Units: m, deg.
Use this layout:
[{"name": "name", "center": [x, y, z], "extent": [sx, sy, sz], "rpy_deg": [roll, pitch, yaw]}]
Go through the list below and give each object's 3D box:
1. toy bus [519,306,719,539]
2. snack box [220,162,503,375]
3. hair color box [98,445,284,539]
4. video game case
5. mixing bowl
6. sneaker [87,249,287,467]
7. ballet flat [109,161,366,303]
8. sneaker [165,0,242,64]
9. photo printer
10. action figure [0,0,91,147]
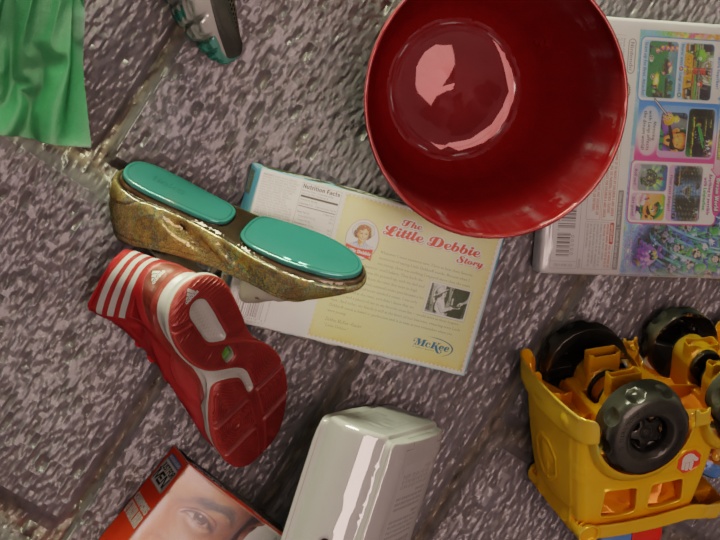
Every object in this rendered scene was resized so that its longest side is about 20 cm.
[{"name": "toy bus", "center": [0.230, 0.143, 1.474], "extent": [0.199, 0.136, 0.193], "rpy_deg": [-10, 115, -17]}, {"name": "snack box", "center": [0.000, 0.000, 1.423], "extent": [0.199, 0.037, 0.117], "rpy_deg": [14, 96, -17]}, {"name": "hair color box", "center": [-0.155, 0.245, 1.408], "extent": [0.111, 0.064, 0.200], "rpy_deg": [39, 86, -18]}, {"name": "video game case", "center": [0.229, -0.095, 1.481], "extent": [0.181, 0.024, 0.201], "rpy_deg": [2, 98, -17]}, {"name": "mixing bowl", "center": [0.083, -0.129, 1.387], "extent": [0.199, 0.108, 0.201], "rpy_deg": [-3, 100, -16]}, {"name": "sneaker", "center": [-0.128, 0.054, 1.386], "extent": [0.078, 0.115, 0.200], "rpy_deg": [-42, 140, -25]}, {"name": "ballet flat", "center": [-0.091, -0.014, 1.351], "extent": [0.199, 0.071, 0.071], "rpy_deg": [23, 93, 11]}, {"name": "sneaker", "center": [-0.103, -0.247, 1.334], "extent": [0.091, 0.078, 0.201], "rpy_deg": [-18, 106, -16]}, {"name": "photo printer", "center": [-0.010, 0.203, 1.393], "extent": [0.069, 0.166, 0.201], "rpy_deg": [19, 95, 16]}, {"name": "action figure", "center": [-0.231, -0.193, 1.314], "extent": [0.118, 0.055, 0.201], "rpy_deg": [8, 101, -15]}]
